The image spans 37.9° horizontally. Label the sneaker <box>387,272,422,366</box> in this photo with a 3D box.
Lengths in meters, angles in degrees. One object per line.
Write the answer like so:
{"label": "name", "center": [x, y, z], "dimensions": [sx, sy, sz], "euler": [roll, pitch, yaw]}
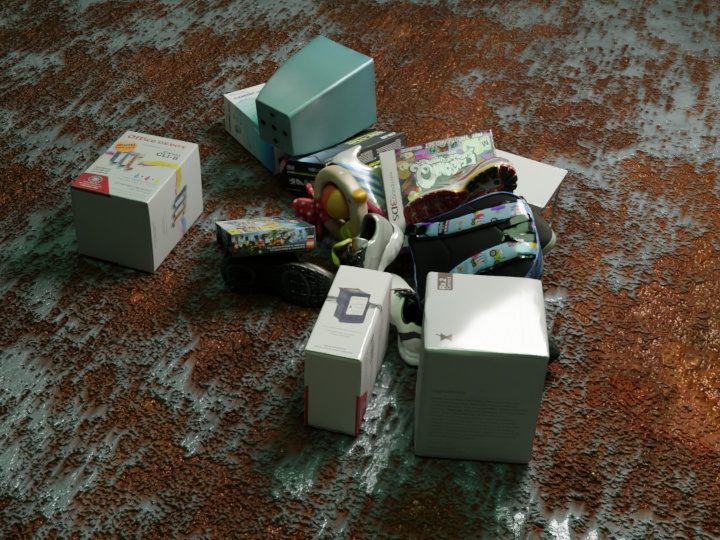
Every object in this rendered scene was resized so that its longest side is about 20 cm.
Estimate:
{"label": "sneaker", "center": [0.075, 0.058, 1.639], "dimensions": [0.073, 0.081, 0.200], "euler": [-11, 38, -15]}

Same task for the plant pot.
{"label": "plant pot", "center": [-0.090, -0.306, 1.921], "dimensions": [0.141, 0.142, 0.200], "euler": [30, 53, 31]}

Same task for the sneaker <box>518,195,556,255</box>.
{"label": "sneaker", "center": [0.206, -0.030, 1.677], "dimensions": [0.200, 0.106, 0.075], "euler": [-41, 29, 4]}

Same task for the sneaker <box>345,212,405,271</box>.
{"label": "sneaker", "center": [0.000, 0.000, 1.662], "dimensions": [0.074, 0.079, 0.201], "euler": [-3, 57, 44]}

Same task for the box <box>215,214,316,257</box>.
{"label": "box", "center": [-0.160, -0.059, 1.731], "dimensions": [0.135, 0.038, 0.200], "euler": [-6, 10, -14]}

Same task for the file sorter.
{"label": "file sorter", "center": [0.240, -0.122, 1.846], "dimensions": [0.199, 0.125, 0.139], "euler": [19, 39, 19]}

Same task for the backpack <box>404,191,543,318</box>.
{"label": "backpack", "center": [0.183, -0.013, 1.555], "dimensions": [0.199, 0.134, 0.184], "euler": [-24, 55, 23]}

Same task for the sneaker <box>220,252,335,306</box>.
{"label": "sneaker", "center": [-0.125, -0.003, 1.713], "dimensions": [0.198, 0.076, 0.091], "euler": [15, 30, 10]}

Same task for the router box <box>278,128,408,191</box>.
{"label": "router box", "center": [-0.031, -0.204, 1.943], "dimensions": [0.199, 0.063, 0.149], "euler": [-27, 25, -34]}

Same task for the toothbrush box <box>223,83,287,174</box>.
{"label": "toothbrush box", "center": [-0.160, -0.288, 2.066], "dimensions": [0.146, 0.086, 0.200], "euler": [-22, 45, -28]}

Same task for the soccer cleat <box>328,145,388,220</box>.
{"label": "soccer cleat", "center": [0.030, -0.130, 1.814], "dimensions": [0.086, 0.070, 0.200], "euler": [-39, 89, -16]}

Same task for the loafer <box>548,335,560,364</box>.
{"label": "loafer", "center": [0.217, 0.095, 1.620], "dimensions": [0.200, 0.069, 0.070], "euler": [27, 12, 36]}

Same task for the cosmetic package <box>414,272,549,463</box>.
{"label": "cosmetic package", "center": [0.162, 0.134, 1.445], "dimensions": [0.163, 0.201, 0.165], "euler": [4, 38, 2]}

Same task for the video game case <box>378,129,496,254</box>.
{"label": "video game case", "center": [0.139, -0.131, 1.753], "dimensions": [0.198, 0.036, 0.183], "euler": [-10, 69, 8]}

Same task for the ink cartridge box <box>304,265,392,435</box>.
{"label": "ink cartridge box", "center": [-0.016, 0.111, 1.507], "dimensions": [0.084, 0.146, 0.201], "euler": [10, 38, 10]}

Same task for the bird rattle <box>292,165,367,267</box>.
{"label": "bird rattle", "center": [-0.035, -0.104, 1.780], "dimensions": [0.112, 0.164, 0.200], "euler": [-14, 45, -26]}

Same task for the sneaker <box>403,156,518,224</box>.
{"label": "sneaker", "center": [0.162, -0.121, 1.693], "dimensions": [0.199, 0.078, 0.082], "euler": [-22, 21, 16]}

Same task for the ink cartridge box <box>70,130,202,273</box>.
{"label": "ink cartridge box", "center": [-0.375, -0.122, 1.786], "dimensions": [0.144, 0.146, 0.200], "euler": [12, 37, 12]}
